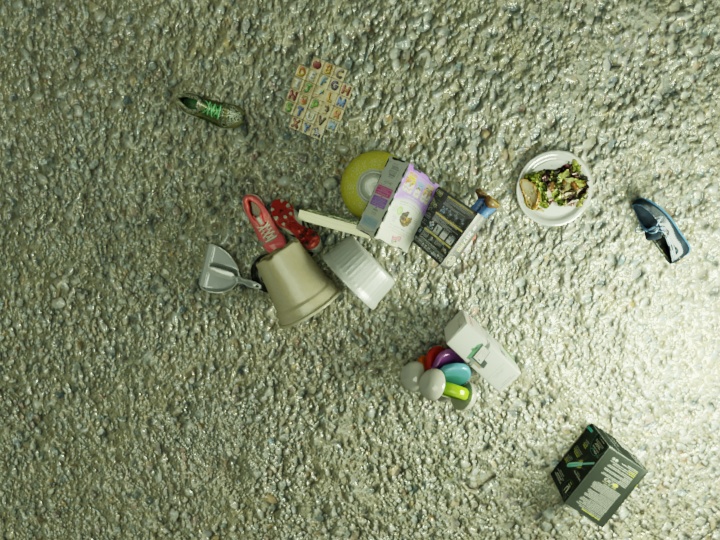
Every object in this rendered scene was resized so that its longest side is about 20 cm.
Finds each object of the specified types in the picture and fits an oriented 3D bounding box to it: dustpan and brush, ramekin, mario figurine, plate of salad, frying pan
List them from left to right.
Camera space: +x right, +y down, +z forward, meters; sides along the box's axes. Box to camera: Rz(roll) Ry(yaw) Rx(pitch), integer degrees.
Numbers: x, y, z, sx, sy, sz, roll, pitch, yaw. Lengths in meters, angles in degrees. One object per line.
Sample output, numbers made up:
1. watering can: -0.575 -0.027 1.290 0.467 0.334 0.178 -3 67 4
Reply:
1. dustpan and brush: -0.374 0.015 1.472 0.199 0.057 0.140 17 100 3
2. frying pan: -0.236 -0.019 1.468 0.115 0.031 0.190 43 97 -1
3. ramekin: 0.000 0.000 1.367 0.098 0.200 0.200 -44 92 3
4. mario figurine: 0.271 -0.124 1.353 0.106 0.123 0.200 37 106 2
5. plate of salad: 0.518 -0.218 1.352 0.199 0.048 0.202 1 98 6

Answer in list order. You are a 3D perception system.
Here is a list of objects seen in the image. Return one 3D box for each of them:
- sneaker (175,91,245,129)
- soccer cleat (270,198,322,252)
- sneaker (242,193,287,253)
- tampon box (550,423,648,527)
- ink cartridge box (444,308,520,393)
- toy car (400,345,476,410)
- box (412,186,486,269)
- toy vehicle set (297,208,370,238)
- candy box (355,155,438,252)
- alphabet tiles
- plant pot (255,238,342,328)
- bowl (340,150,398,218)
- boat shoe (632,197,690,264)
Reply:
1. sneaker: -0.417 -0.439 1.391 0.199 0.089 0.077 14 100 3
2. soccer cleat: -0.180 -0.124 1.430 0.069 0.085 0.200 -46 69 -5
3. sneaker: -0.274 -0.124 1.419 0.073 0.087 0.201 -32 92 -1
4. tampon box: 0.654 0.562 1.408 0.126 0.150 0.201 33 101 1
5. ink cartridge box: 0.327 0.215 1.389 0.200 0.146 0.084 42 102 -1
6. toy car: 0.225 0.284 1.392 0.174 0.200 0.151 25 82 -27
7. box: 0.210 -0.120 1.334 0.049 0.200 0.162 23 105 -41
8. toy vehicle set: -0.061 -0.130 1.385 0.199 0.124 0.027 15 100 3
9. candy box: 0.097 -0.164 1.300 0.071 0.167 0.201 28 95 35
10. alphabet tiles: -0.119 -0.472 1.397 0.166 0.006 0.201 23 100 2
11. plant pot: -0.180 0.024 1.375 0.200 0.201 0.184 -29 101 9
12. bowl: 0.038 -0.224 1.369 0.199 0.108 0.202 1 100 5
13. boat shoe: 0.778 -0.101 1.324 0.069 0.084 0.200 -43 90 -1
